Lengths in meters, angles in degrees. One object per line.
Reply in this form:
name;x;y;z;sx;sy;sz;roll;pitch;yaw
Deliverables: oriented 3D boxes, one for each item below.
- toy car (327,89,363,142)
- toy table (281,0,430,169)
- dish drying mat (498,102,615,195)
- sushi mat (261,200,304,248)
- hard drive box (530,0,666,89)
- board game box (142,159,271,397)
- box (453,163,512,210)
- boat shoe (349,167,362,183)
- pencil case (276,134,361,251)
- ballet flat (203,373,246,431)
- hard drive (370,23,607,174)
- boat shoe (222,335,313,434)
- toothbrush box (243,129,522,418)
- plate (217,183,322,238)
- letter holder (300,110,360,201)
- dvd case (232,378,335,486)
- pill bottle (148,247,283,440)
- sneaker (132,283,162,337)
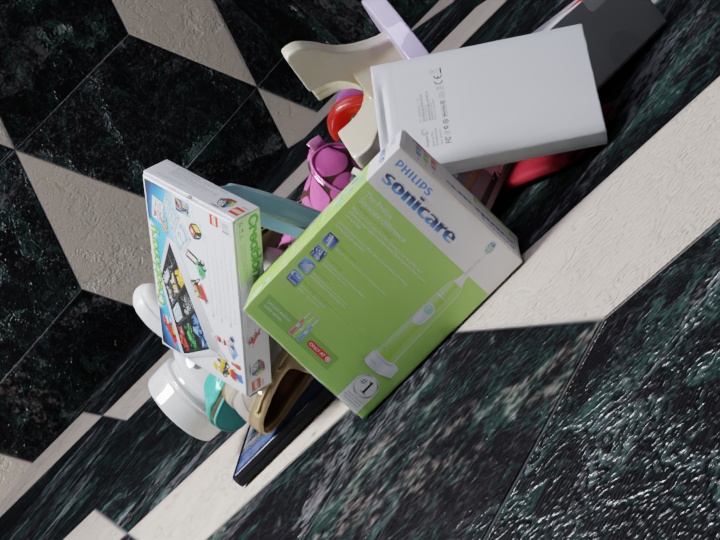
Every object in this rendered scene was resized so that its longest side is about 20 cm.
toy car;0.026;-0.190;2.208;0.175;0.150;0.200;-42;10;33
toy table;0.015;-0.185;1.627;0.117;0.184;0.200;-35;29;4
dish drying mat;0.181;-0.112;1.572;0.077;0.018;0.200;-49;10;-16
sushi mat;-0.114;-0.022;1.776;0.096;0.012;0.200;-37;-2;-17
hard drive box;0.190;-0.201;1.657;0.156;0.077;0.200;-43;6;-34
board game box;-0.142;0.008;1.520;0.035;0.126;0.200;-32;-45;-35
box;0.062;-0.031;1.615;0.158;0.048;0.200;-36;20;50
boat shoe;0.021;-0.053;1.548;0.062;0.073;0.200;-65;15;4
pencil case;-0.042;-0.058;1.837;0.091;0.094;0.200;-44;-15;-41
ballet flat;-0.104;0.071;1.648;0.200;0.067;0.070;-56;38;24
hard drive;0.114;-0.151;1.487;0.200;0.027;0.132;-11;54;7
boat shoe;-0.050;0.077;1.571;0.074;0.069;0.200;0;-46;-55
toothbrush box;0.019;0.003;1.420;0.200;0.146;0.086;-46;9;14
plate;-0.066;-0.050;1.559;0.200;0.200;0.026;-177;107;-79
letter holder;0.025;-0.116;1.908;0.142;0.101;0.200;-45;-8;-43
dvd case;-0.068;0.132;1.682;0.143;0.018;0.200;-46;10;15
pill bottle;-0.127;0.081;1.752;0.200;0.114;0.114;-45;9;11
sneaker;-0.154;0.052;1.830;0.089;0.200;0.075;-49;24;29
